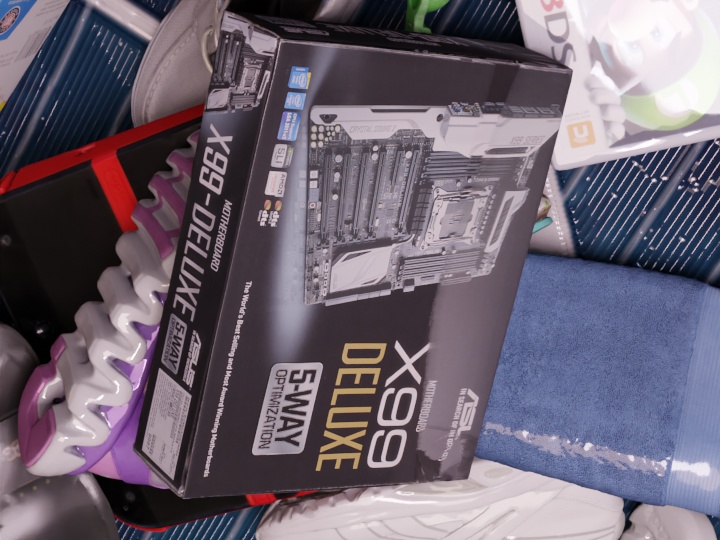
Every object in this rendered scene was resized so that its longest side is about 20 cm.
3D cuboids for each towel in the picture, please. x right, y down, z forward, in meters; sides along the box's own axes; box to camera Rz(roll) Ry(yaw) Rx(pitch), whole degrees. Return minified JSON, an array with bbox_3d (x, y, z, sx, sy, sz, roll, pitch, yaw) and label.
[{"bbox_3d":[0.155,0.060,0.911,0.199,0.112,0.049,13,156,11],"label":"towel"}]

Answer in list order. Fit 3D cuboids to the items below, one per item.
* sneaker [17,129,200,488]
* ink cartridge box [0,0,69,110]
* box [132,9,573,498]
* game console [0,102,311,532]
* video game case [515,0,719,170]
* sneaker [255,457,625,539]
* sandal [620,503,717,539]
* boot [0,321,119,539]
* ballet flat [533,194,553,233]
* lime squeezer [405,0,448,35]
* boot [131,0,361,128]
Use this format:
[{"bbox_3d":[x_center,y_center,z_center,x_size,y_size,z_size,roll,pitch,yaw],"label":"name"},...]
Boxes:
[{"bbox_3d":[-0.074,0.020,0.890,0.088,0.081,0.200,27,106,-25],"label":"sneaker"},{"bbox_3d":[-0.224,-0.087,0.959,0.067,0.116,0.200,36,107,1],"label":"ink cartridge box"},{"bbox_3d":[-0.003,-0.004,0.841,0.050,0.157,0.201,33,114,49],"label":"box"},{"bbox_3d":[-0.085,0.027,0.952,0.176,0.031,0.200,-18,106,24],"label":"game console"},{"bbox_3d":[0.162,-0.150,0.852,0.199,0.023,0.182,-11,106,10],"label":"video game case"},{"bbox_3d":[0.042,0.134,0.992,0.199,0.078,0.100,-15,108,24],"label":"sneaker"},{"bbox_3d":[0.152,0.211,0.994,0.050,0.082,0.203,1,116,-28],"label":"sandal"},{"bbox_3d":[-0.192,0.090,1.018,0.069,0.174,0.201,-17,104,-20],"label":"boot"},{"bbox_3d":[0.000,0.000,0.958,0.200,0.076,0.064,-33,85,23],"label":"ballet flat"},{"bbox_3d":[0.050,-0.125,0.885,0.070,0.038,0.200,-26,111,19],"label":"lime squeezer"},{"bbox_3d":[-0.055,-0.117,0.917,0.074,0.096,0.200,43,117,-1],"label":"boot"}]
